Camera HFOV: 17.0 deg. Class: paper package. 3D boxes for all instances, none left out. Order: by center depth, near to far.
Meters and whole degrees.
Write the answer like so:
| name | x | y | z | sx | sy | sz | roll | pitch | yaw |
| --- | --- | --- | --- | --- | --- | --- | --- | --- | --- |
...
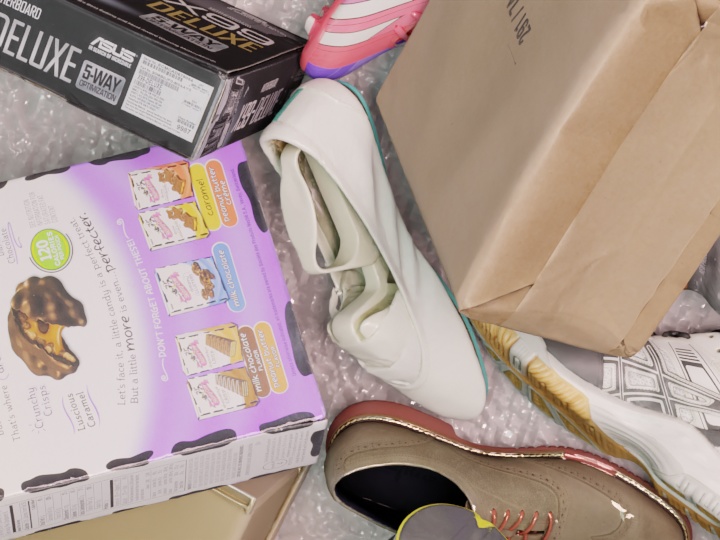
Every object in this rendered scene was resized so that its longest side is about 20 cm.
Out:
| name | x | y | z | sx | sy | sz | roll | pitch | yaw |
| --- | --- | --- | --- | --- | --- | --- | --- | --- | --- |
| paper package | 0.106 | -0.089 | 1.121 | 0.103 | 0.200 | 0.191 | 20 | 116 | -24 |

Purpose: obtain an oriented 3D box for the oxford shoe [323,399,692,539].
| name | x | y | z | sx | sy | sz | roll | pitch | yaw |
| --- | --- | --- | --- | --- | --- | --- | --- | --- | --- |
| oxford shoe | 0.074 | 0.130 | 1.248 | 0.200 | 0.075 | 0.071 | 14 | 113 | 1 |

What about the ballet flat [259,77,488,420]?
| name | x | y | z | sx | sy | sz | roll | pitch | yaw |
| --- | --- | --- | --- | --- | --- | --- | --- | --- | --- |
| ballet flat | 0.000 | 0.000 | 1.243 | 0.069 | 0.069 | 0.200 | -19 | 105 | 17 |

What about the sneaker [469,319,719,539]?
| name | x | y | z | sx | sy | sz | roll | pitch | yaw |
| --- | --- | --- | --- | --- | --- | --- | --- | --- | --- |
| sneaker | 0.150 | 0.057 | 1.236 | 0.200 | 0.076 | 0.088 | 36 | 82 | 11 |

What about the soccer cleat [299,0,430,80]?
| name | x | y | z | sx | sy | sz | roll | pitch | yaw |
| --- | --- | --- | --- | --- | --- | --- | --- | --- | --- |
| soccer cleat | 0.050 | -0.159 | 1.215 | 0.076 | 0.067 | 0.200 | 43 | 105 | -2 |

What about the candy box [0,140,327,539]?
| name | x | y | z | sx | sy | sz | roll | pitch | yaw |
| --- | --- | --- | --- | --- | --- | --- | --- | --- | --- |
| candy box | -0.136 | 0.035 | 1.222 | 0.200 | 0.072 | 0.168 | -13 | 68 | -10 |

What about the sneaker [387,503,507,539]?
| name | x | y | z | sx | sy | sz | roll | pitch | yaw |
| --- | --- | --- | --- | --- | --- | --- | --- | --- | --- |
| sneaker | 0.080 | 0.203 | 1.212 | 0.200 | 0.074 | 0.085 | 52 | 150 | -1 |

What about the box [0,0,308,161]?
| name | x | y | z | sx | sy | sz | roll | pitch | yaw |
| --- | --- | --- | --- | --- | --- | --- | --- | --- | --- |
| box | -0.138 | -0.126 | 1.220 | 0.200 | 0.158 | 0.050 | 25 | 106 | 9 |

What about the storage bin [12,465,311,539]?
| name | x | y | z | sx | sy | sz | roll | pitch | yaw |
| --- | --- | --- | --- | --- | --- | --- | --- | --- | --- |
| storage bin | -0.164 | 0.151 | 1.315 | 0.198 | 0.094 | 0.200 | 28 | 107 | 8 |

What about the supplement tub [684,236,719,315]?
| name | x | y | z | sx | sy | sz | roll | pitch | yaw |
| --- | --- | --- | --- | --- | --- | --- | --- | --- | --- |
| supplement tub | 0.247 | -0.021 | 1.158 | 0.200 | 0.123 | 0.123 | 12 | 104 | 13 |
